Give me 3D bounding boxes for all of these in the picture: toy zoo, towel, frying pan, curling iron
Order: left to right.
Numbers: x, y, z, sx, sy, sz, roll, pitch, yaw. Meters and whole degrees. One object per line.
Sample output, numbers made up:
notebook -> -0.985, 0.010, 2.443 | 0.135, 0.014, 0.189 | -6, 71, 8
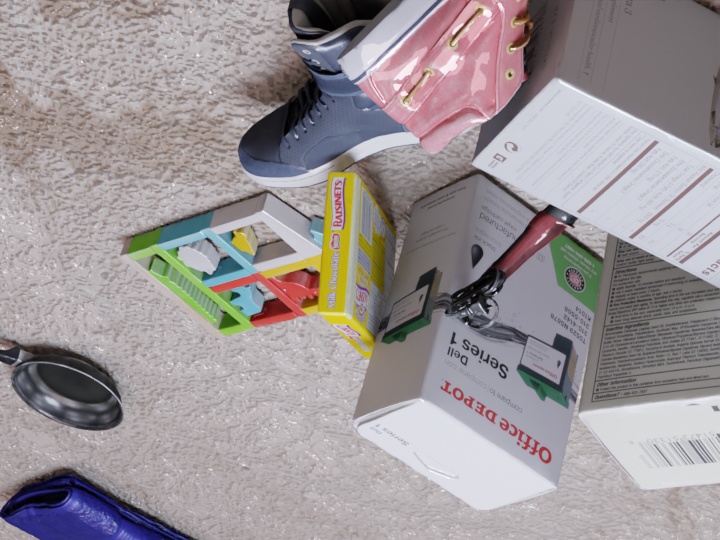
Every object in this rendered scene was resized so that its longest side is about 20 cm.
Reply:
frying pan -> -0.312, 0.102, 1.785 | 0.189, 0.031, 0.115 | 21, 146, -3
towel -> -0.274, 0.285, 2.028 | 0.200, 0.050, 0.147 | 36, 148, -29
toy zoo -> -0.087, -0.004, 1.550 | 0.199, 0.021, 0.131 | -15, 136, 38
curling iron -> 0.138, -0.030, 1.312 | 0.200, 0.050, 0.026 | -43, 113, 4

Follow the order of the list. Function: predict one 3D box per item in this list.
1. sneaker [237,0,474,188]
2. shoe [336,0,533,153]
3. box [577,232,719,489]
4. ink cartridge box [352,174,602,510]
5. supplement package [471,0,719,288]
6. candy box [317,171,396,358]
sneaker -> -0.031, -0.133, 1.280 | 0.201, 0.077, 0.146 | -17, 142, 31
shoe -> 0.083, -0.162, 1.149 | 0.091, 0.072, 0.200 | 44, 113, -10
box -> 0.242, 0.038, 1.316 | 0.127, 0.201, 0.109 | -10, 140, 33
ink cartridge box -> 0.092, 0.056, 1.401 | 0.146, 0.201, 0.084 | 33, 145, -26
supplement package -> 0.192, -0.097, 1.216 | 0.199, 0.118, 0.117 | 24, 145, -14
candy box -> 0.000, 0.000, 1.383 | 0.026, 0.103, 0.200 | 4, 169, 10
